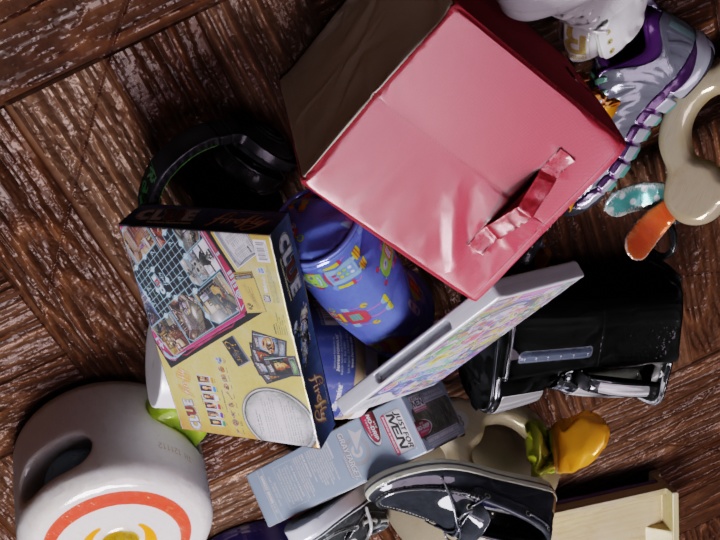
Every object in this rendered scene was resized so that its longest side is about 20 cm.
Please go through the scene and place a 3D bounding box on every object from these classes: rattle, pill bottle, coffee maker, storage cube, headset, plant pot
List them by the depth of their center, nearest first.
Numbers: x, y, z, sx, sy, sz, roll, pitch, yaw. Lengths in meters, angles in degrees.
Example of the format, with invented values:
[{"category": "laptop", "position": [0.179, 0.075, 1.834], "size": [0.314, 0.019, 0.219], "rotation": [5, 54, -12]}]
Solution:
[{"category": "storage cube", "position": [0.063, -0.122, 0.880], "size": [0.179, 0.201, 0.171], "rotation": [33, 113, -27]}, {"category": "headset", "position": [-0.082, -0.063, 0.947], "size": [0.198, 0.094, 0.125], "rotation": [-14, 134, -31]}, {"category": "pill bottle", "position": [-0.092, 0.083, 1.052], "size": [0.198, 0.111, 0.112], "rotation": [1, 128, -21]}, {"category": "rattle", "position": [0.333, -0.104, 1.080], "size": [0.130, 0.143, 0.201], "rotation": [34, 118, 8]}, {"category": "coffee maker", "position": [0.203, 0.040, 1.133], "size": [0.198, 0.134, 0.195], "rotation": [-1, 90, -21]}, {"category": "rattle", "position": [0.126, 0.165, 1.159], "size": [0.199, 0.143, 0.131], "rotation": [30, 75, -2]}, {"category": "plant pot", "position": [0.129, 0.268, 1.274], "size": [0.198, 0.135, 0.202], "rotation": [-10, 132, -12]}]

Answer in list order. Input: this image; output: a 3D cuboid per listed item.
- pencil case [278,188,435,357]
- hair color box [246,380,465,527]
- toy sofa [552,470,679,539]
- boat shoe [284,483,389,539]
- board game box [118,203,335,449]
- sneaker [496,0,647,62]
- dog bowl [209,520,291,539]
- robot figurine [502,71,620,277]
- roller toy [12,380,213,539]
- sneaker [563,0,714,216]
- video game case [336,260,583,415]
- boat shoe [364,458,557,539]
[{"category": "pencil case", "position": [0.000, 0.000, 0.957], "size": [0.077, 0.088, 0.200], "rotation": [1, 156, 25]}, {"category": "hair color box", "position": [-0.005, 0.183, 1.142], "size": [0.199, 0.061, 0.099], "rotation": [-31, 170, 26]}, {"category": "toy sofa", "position": [0.286, 0.308, 1.414], "size": [0.197, 0.098, 0.084], "rotation": [-10, 107, -13]}, {"category": "boat shoe", "position": [-0.017, 0.271, 1.197], "size": [0.073, 0.069, 0.199], "rotation": [-27, 171, 12]}, {"category": "board game box", "position": [-0.102, 0.045, 0.905], "size": [0.134, 0.035, 0.202], "rotation": [5, 124, 24]}, {"category": "sneaker", "position": [0.173, -0.205, 0.894], "size": [0.199, 0.073, 0.117], "rotation": [-33, 141, -35]}, {"category": "dog bowl", "position": [-0.112, 0.381, 1.316], "size": [0.198, 0.079, 0.202], "rotation": [-10, 131, -12]}, {"category": "robot figurine", "position": [0.148, -0.075, 0.994], "size": [0.058, 0.145, 0.202], "rotation": [13, 113, -19]}, {"category": "roller toy", "position": [-0.235, 0.214, 1.089], "size": [0.180, 0.140, 0.202], "rotation": [-1, 129, -19]}, {"category": "sneaker", "position": [0.218, -0.146, 1.021], "size": [0.087, 0.075, 0.201], "rotation": [32, 107, -17]}, {"category": "video game case", "position": [0.086, 0.059, 0.991], "size": [0.200, 0.018, 0.142], "rotation": [-41, 162, 35]}, {"category": "boat shoe", "position": [0.099, 0.225, 1.088], "size": [0.198, 0.063, 0.075], "rotation": [12, 142, -18]}]
